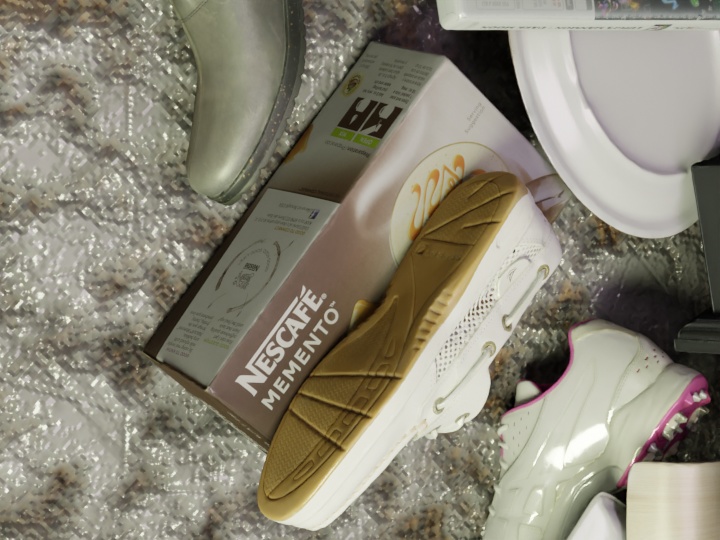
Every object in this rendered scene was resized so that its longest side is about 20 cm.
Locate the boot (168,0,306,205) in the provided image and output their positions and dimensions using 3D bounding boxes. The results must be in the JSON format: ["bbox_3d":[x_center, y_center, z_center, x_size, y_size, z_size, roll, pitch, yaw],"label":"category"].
[{"bbox_3d":[-0.089,-0.140,0.935,0.130,0.068,0.201,14,87,-28],"label":"boot"}]

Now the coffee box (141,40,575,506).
[{"bbox_3d":[0.000,0.000,1.004,0.114,0.080,0.200,42,79,-31],"label":"coffee box"}]

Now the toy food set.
[{"bbox_3d":[0.198,0.172,1.111,0.200,0.060,0.144,2,89,-56],"label":"toy food set"}]

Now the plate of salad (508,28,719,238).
[{"bbox_3d":[0.135,-0.115,1.065,0.200,0.048,0.201,13,72,-45],"label":"plate of salad"}]

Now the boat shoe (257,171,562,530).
[{"bbox_3d":[0.032,0.049,0.945,0.069,0.071,0.200,45,77,-30],"label":"boat shoe"}]

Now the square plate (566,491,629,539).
[{"bbox_3d":[0.118,0.228,1.104,0.200,0.028,0.198,-58,150,-1],"label":"square plate"}]

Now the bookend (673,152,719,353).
[{"bbox_3d":[0.246,-0.078,1.083,0.200,0.092,0.199,-26,110,-45],"label":"bookend"}]

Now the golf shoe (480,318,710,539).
[{"bbox_3d":[0.105,0.115,1.109,0.200,0.092,0.075,-52,160,11],"label":"golf shoe"}]

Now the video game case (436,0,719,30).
[{"bbox_3d":[0.105,-0.219,1.008,0.181,0.023,0.201,-4,81,-30],"label":"video game case"}]
